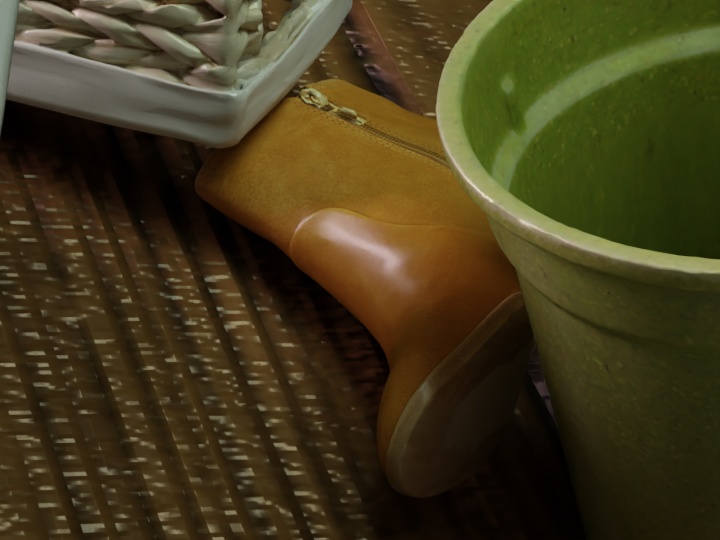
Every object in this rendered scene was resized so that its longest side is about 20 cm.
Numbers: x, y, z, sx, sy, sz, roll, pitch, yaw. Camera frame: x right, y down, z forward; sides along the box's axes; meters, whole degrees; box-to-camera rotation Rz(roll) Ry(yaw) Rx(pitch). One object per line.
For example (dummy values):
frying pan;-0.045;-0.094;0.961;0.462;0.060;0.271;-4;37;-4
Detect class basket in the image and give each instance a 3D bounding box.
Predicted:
basket;-0.110;-0.145;0.962;0.199;0.124;0.136;13;33;15

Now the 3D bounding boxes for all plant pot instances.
plant pot;0.131;0.014;0.828;0.199;0.185;0.201;-5;37;4

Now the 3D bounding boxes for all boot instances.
boot;0.000;-0.001;0.919;0.144;0.071;0.201;23;32;15

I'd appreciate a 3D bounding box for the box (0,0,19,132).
box;-0.216;-0.031;0.788;0.199;0.131;0.199;12;37;-10

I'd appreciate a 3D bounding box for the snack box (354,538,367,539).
snack box;-0.034;0.169;0.669;0.168;0.068;0.200;-5;44;-32
